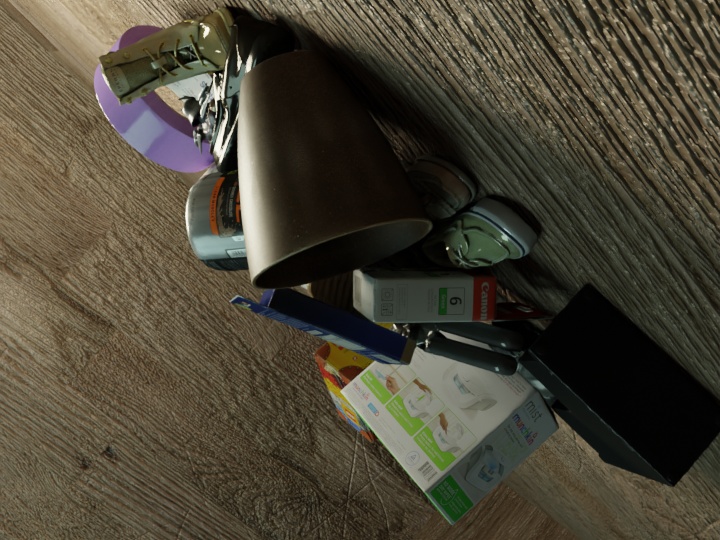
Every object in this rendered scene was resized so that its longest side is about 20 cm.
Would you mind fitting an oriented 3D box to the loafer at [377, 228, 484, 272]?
[{"bbox_3d":[0.094,-0.010,1.104,0.199,0.072,0.063,24,149,-39],"label":"loafer"}]

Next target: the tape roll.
[{"bbox_3d":[-0.256,-0.232,1.257,0.200,0.066,0.201,33,-145,-27],"label":"tape roll"}]

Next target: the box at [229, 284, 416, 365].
[{"bbox_3d":[-0.045,0.056,1.036,0.199,0.033,0.121,22,171,-10],"label":"box"}]

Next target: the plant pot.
[{"bbox_3d":[-0.047,-0.107,0.925,0.187,0.186,0.201,93,159,-80],"label":"plant pot"}]

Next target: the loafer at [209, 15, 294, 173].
[{"bbox_3d":[-0.127,-0.195,1.023,0.071,0.073,0.201,46,134,21],"label":"loafer"}]

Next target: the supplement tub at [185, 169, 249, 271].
[{"bbox_3d":[-0.097,-0.065,1.097,0.199,0.123,0.123,-5,145,30],"label":"supplement tub"}]

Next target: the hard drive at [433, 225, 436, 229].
[{"bbox_3d":[0.069,-0.050,1.228,0.132,0.025,0.200,32,167,50],"label":"hard drive"}]

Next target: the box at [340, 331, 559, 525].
[{"bbox_3d":[0.104,0.167,1.131,0.200,0.176,0.097,43,171,46],"label":"box"}]

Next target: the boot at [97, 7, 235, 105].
[{"bbox_3d":[-0.221,-0.245,1.081,0.200,0.154,0.072,28,140,63],"label":"boot"}]

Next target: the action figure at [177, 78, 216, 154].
[{"bbox_3d":[-0.126,-0.173,1.126,0.199,0.070,0.130,18,157,-4],"label":"action figure"}]

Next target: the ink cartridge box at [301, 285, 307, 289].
[{"bbox_3d":[-0.076,-0.065,1.403,0.145,0.145,0.200,47,169,-35],"label":"ink cartridge box"}]

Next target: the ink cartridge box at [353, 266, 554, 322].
[{"bbox_3d":[0.098,0.023,1.008,0.198,0.051,0.109,-1,-173,-12],"label":"ink cartridge box"}]

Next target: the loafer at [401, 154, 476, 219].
[{"bbox_3d":[0.059,-0.078,0.996,0.072,0.063,0.200,43,172,-17],"label":"loafer"}]

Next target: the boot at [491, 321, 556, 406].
[{"bbox_3d":[0.205,0.099,1.293,0.199,0.070,0.132,25,156,40],"label":"boot"}]

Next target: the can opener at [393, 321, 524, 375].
[{"bbox_3d":[0.111,0.076,1.050,0.067,0.054,0.199,18,177,-39],"label":"can opener"}]

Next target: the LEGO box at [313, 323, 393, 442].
[{"bbox_3d":[0.049,0.113,1.277,0.077,0.200,0.149,34,154,38],"label":"LEGO box"}]

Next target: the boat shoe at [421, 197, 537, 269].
[{"bbox_3d":[0.121,-0.028,0.969,0.072,0.062,0.200,42,172,-9],"label":"boat shoe"}]

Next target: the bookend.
[{"bbox_3d":[0.259,0.122,1.013,0.199,0.092,0.200,43,173,0],"label":"bookend"}]

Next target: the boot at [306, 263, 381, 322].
[{"bbox_3d":[0.000,0.000,1.172,0.199,0.073,0.166,11,-156,-30],"label":"boot"}]

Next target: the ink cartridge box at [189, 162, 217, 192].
[{"bbox_3d":[-0.172,-0.134,1.295,0.067,0.200,0.117,43,171,-12],"label":"ink cartridge box"}]
